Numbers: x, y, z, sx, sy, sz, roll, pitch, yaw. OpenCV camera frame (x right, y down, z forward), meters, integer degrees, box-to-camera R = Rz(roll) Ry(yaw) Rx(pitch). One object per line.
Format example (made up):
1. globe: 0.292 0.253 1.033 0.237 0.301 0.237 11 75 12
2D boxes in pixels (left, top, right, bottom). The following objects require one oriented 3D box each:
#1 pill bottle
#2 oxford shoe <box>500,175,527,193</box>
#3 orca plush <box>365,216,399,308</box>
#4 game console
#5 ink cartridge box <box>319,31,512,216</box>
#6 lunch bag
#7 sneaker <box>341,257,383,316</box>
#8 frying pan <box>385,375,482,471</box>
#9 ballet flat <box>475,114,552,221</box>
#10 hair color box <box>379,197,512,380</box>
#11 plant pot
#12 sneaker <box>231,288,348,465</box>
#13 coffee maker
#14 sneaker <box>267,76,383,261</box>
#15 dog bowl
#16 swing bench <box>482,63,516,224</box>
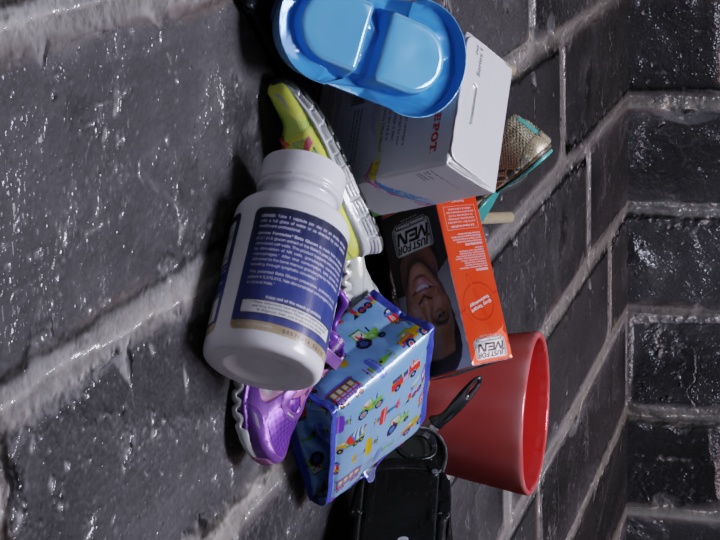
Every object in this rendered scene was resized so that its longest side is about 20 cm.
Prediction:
1. pill bottle: -0.070 -0.003 1.438 0.111 0.110 0.202 59 38 -59
2. oxford shoe: 0.102 -0.129 1.754 0.073 0.197 0.085 -109 -151 -42
3. orca plush: 0.000 0.000 1.770 0.105 0.070 0.203 35 -50 57
4. game console: -0.062 -0.282 1.551 0.200 0.031 0.179 59 37 -58
5. ink cartridge box: 0.048 -0.143 1.620 0.084 0.198 0.147 28 63 -42
6. lunch bag: 0.003 0.150 1.643 0.150 0.094 0.202 -37 140 -29
7. sneaker: 0.004 0.046 1.691 0.075 0.080 0.202 -122 -158 -55
8. frying pan: 0.062 0.198 1.867 0.114 0.031 0.192 7 112 -32
9. ballet flat: 0.130 -0.100 1.696 0.068 0.075 0.200 -41 174 -43
10. hair color box: 0.087 0.008 1.678 0.061 0.101 0.203 -8 81 -37
11. plant pot: 0.134 0.172 1.971 0.200 0.175 0.204 3 90 -75
12. sneaker: -0.060 0.088 1.507 0.081 0.087 0.202 52 44 -52
13. coffee maker: 0.061 0.321 1.818 0.193 0.133 0.202 -54 151 -38
14. sneaker: -0.053 -0.090 1.542 0.078 0.089 0.202 -112 177 -75
15. dog bowl: 0.004 -0.216 1.501 0.198 0.049 0.113 18 86 -25
16. swing bench: 0.100 -0.156 1.917 0.200 0.128 0.202 -7 100 -66
